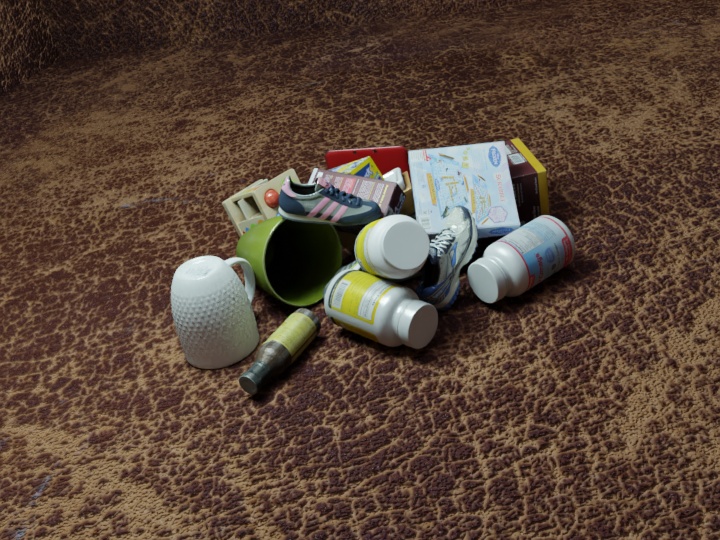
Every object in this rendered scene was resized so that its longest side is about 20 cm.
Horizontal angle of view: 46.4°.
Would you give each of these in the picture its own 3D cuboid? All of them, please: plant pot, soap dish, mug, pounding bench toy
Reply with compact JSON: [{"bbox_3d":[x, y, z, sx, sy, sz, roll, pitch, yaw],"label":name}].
[{"bbox_3d":[-0.169,-0.034,1.725,0.187,0.188,0.199,-31,24,-30],"label":"plant pot"},{"bbox_3d":[0.028,-0.131,1.802,0.199,0.081,0.157,-30,16,9],"label":"soap dish"},{"bbox_3d":[-0.266,0.057,1.585,0.147,0.176,0.200,9,35,32],"label":"mug"},{"bbox_3d":[-0.179,-0.158,1.925,0.156,0.125,0.200,-11,21,49],"label":"pounding bench toy"}]

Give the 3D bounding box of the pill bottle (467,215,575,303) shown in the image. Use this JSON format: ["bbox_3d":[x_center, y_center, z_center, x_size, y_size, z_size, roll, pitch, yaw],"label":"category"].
[{"bbox_3d":[0.301,-0.018,1.580,0.199,0.109,0.109,-29,34,-27],"label":"pill bottle"}]

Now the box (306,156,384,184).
[{"bbox_3d":[-0.040,-0.190,1.842,0.070,0.064,0.200,-41,17,-30],"label":"box"}]

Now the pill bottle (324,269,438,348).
[{"bbox_3d":[0.039,0.073,1.515,0.199,0.112,0.111,20,42,41],"label":"pill bottle"}]

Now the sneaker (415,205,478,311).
[{"bbox_3d":[0.156,-0.030,1.560,0.085,0.201,0.077,21,-9,-38],"label":"sneaker"}]

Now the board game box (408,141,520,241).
[{"bbox_3d":[0.204,-0.157,1.681,0.198,0.041,0.201,-5,63,1],"label":"board game box"}]

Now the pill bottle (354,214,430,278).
[{"bbox_3d":[0.060,-0.041,1.514,0.112,0.113,0.200,-18,3,-11],"label":"pill bottle"}]

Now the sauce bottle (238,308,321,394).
[{"bbox_3d":[-0.145,0.144,1.504,0.064,0.065,0.200,7,33,30],"label":"sauce bottle"}]

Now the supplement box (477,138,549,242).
[{"bbox_3d":[0.283,-0.173,1.826,0.199,0.134,0.198,-13,30,-2],"label":"supplement box"}]

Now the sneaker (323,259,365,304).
[{"bbox_3d":[0.000,0.000,1.655,0.200,0.074,0.081,-37,26,-5],"label":"sneaker"}]

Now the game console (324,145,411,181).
[{"bbox_3d":[0.036,-0.235,1.989,0.199,0.120,0.172,-1,10,18],"label":"game console"}]

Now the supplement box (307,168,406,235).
[{"bbox_3d":[-0.019,-0.135,1.701,0.199,0.061,0.109,14,75,30],"label":"supplement box"}]

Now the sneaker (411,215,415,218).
[{"bbox_3d":[0.063,-0.156,1.905,0.199,0.100,0.070,-20,30,-7],"label":"sneaker"}]

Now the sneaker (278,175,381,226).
[{"bbox_3d":[-0.056,-0.135,1.595,0.198,0.082,0.070,2,33,-6],"label":"sneaker"}]

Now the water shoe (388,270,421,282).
[{"bbox_3d":[0.105,-0.029,1.697,0.199,0.079,0.072,-8,29,7],"label":"water shoe"}]
